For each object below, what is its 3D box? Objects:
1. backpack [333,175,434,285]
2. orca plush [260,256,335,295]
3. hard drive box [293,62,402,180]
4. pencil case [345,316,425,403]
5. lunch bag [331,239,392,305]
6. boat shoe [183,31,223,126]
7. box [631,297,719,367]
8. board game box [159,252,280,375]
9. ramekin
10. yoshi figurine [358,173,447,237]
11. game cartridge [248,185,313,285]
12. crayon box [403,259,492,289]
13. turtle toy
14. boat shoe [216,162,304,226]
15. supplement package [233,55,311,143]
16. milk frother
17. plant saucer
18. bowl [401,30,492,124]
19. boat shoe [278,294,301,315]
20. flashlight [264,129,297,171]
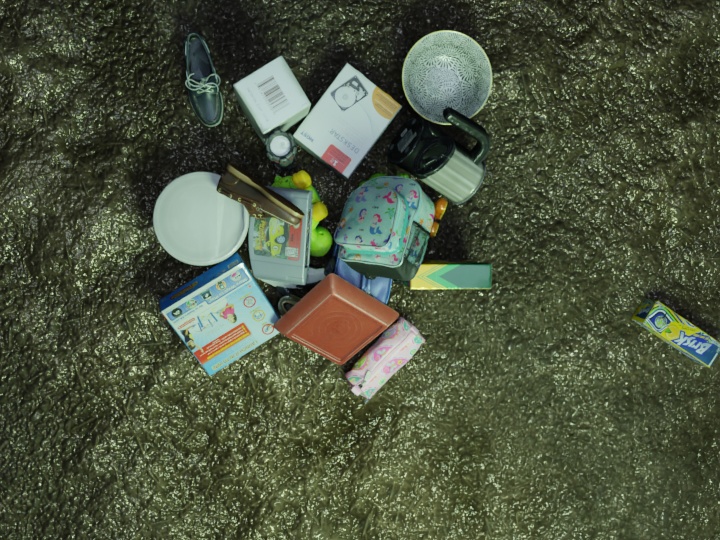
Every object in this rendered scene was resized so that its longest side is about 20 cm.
[{"bbox_3d":[0.051,-0.095,1.555,0.151,0.177,0.201,45,61,-48],"label":"backpack"},{"bbox_3d":[-0.136,-0.010,1.691,0.199,0.071,0.105,-13,111,31],"label":"orca plush"},{"bbox_3d":[-0.030,-0.324,1.695,0.156,0.077,0.200,36,89,-6],"label":"hard drive box"},{"bbox_3d":[0.053,0.199,1.731,0.200,0.087,0.087,-45,97,-3],"label":"pencil case"},{"bbox_3d":[0.000,0.000,1.689,0.135,0.132,0.201,8,92,-6],"label":"lunch bag"},{"bbox_3d":[-0.340,-0.413,1.663,0.075,0.062,0.201,-7,95,-8],"label":"boat shoe"},{"bbox_3d":[0.744,0.145,1.808,0.200,0.070,0.064,32,92,-7],"label":"box"},{"bbox_3d":[-0.296,0.096,1.663,0.200,0.056,0.196,-31,121,-4],"label":"board game box"},{"bbox_3d":[-0.333,-0.105,1.652,0.202,0.094,0.203,0,83,1],"label":"ramekin"},{"bbox_3d":[0.086,-0.151,1.685,0.199,0.112,0.112,22,119,1],"label":"yoshi figurine"},{"bbox_3d":[-0.170,-0.075,1.625,0.133,0.041,0.201,8,101,19],"label":"game cartridge"},{"bbox_3d":[0.175,0.007,1.673,0.172,0.200,0.059,1,93,-6],"label":"crayon box"},{"bbox_3d":[-0.132,-0.119,1.679,0.145,0.101,0.200,-28,91,19],"label":"turtle toy"},{"bbox_3d":[-0.206,-0.141,1.572,0.200,0.070,0.070,34,100,18],"label":"boat shoe"},{"bbox_3d":[-0.185,-0.353,1.614,0.117,0.200,0.117,-33,96,-4],"label":"supplement package"},{"bbox_3d":[0.180,-0.218,1.627,0.188,0.180,0.200,28,48,-26],"label":"milk frother"},{"bbox_3d":[-0.051,0.118,1.650,0.200,0.037,0.200,32,122,-30],"label":"plant saucer"},{"bbox_3d":[0.183,-0.418,1.703,0.200,0.094,0.202,0,93,-6],"label":"bowl"},{"bbox_3d":[-0.097,0.123,1.713,0.200,0.076,0.072,28,90,-7],"label":"boat shoe"},{"bbox_3d":[-0.168,-0.252,1.621,0.068,0.200,0.068,14,92,-7],"label":"flashlight"}]
